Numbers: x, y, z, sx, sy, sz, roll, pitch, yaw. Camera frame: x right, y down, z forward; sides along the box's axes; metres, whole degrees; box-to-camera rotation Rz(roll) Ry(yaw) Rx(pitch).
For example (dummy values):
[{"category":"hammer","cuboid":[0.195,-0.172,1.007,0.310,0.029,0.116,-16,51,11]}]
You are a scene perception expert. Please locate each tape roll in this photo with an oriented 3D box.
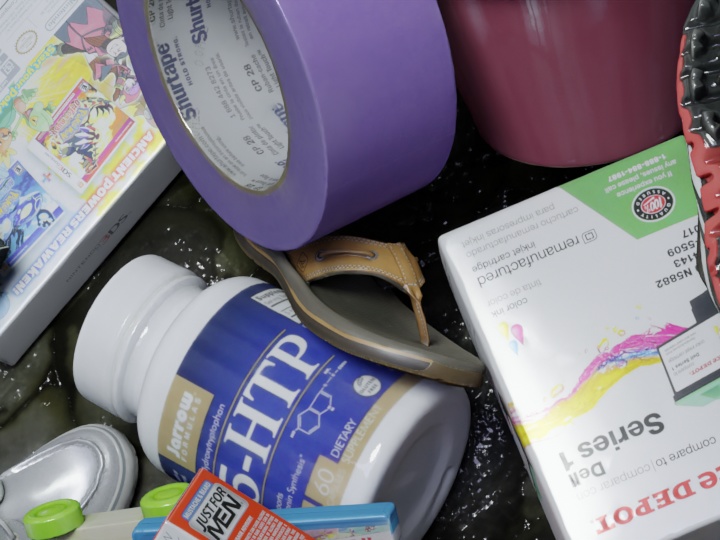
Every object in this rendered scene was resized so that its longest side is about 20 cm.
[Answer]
[{"category":"tape roll","cuboid":[-0.042,-0.118,1.389,0.085,0.200,0.200,-25,65,-26]}]

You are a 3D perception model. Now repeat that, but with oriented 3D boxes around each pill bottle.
[{"category":"pill bottle","cuboid":[-0.052,0.073,1.455,0.199,0.120,0.120,26,86,23]}]

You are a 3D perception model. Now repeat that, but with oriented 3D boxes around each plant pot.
[{"category":"plant pot","cuboid":[0.107,-0.163,1.408,0.199,0.180,0.200,-10,33,6]}]

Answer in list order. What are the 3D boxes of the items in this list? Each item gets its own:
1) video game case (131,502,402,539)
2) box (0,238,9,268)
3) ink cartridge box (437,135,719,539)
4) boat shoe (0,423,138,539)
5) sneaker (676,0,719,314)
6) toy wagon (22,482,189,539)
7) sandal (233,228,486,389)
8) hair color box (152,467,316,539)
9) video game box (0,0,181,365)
[{"category":"video game case","cuboid":[-0.032,0.219,1.407,0.142,0.018,0.201,-5,110,18]},{"category":"box","cuboid":[-0.308,-0.010,1.566,0.200,0.046,0.159,42,122,24]},{"category":"ink cartridge box","cuboid":[0.145,0.054,1.398,0.144,0.084,0.201,-22,70,0]},{"category":"boat shoe","cuboid":[-0.215,0.157,1.517,0.200,0.068,0.072,-35,68,8]},{"category":"sneaker","cuboid":[0.196,-0.047,1.333,0.070,0.098,0.202,-7,71,2]},{"category":"toy wagon","cuboid":[-0.095,0.192,1.450,0.199,0.040,0.156,-9,105,16]},{"category":"sandal","cuboid":[0.000,0.000,1.430,0.200,0.081,0.055,47,119,48]},{"category":"hair color box","cuboid":[-0.029,0.204,1.355,0.199,0.064,0.111,32,118,2]},{"category":"video game box","cuboid":[-0.206,-0.078,1.586,0.182,0.047,0.200,43,93,25]}]
